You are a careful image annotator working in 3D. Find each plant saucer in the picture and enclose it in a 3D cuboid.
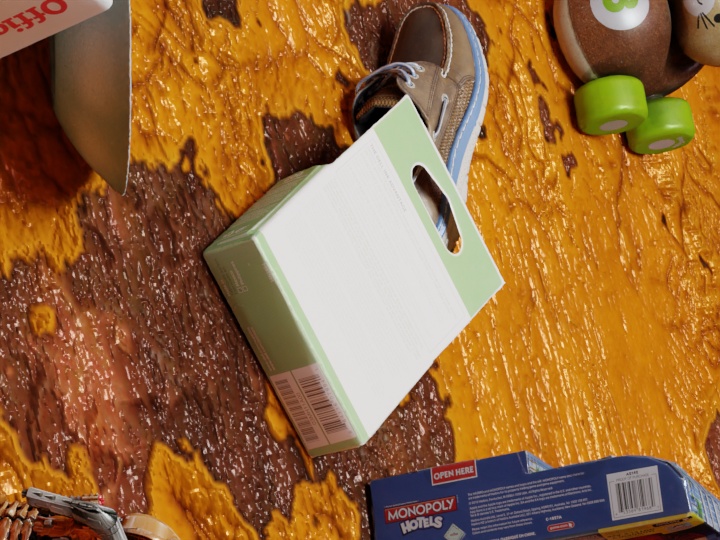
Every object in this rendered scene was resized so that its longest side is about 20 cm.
[{"bbox_3d":[-0.146,-0.140,1.346,0.201,0.038,0.203,178,-90,-81],"label":"plant saucer"}]

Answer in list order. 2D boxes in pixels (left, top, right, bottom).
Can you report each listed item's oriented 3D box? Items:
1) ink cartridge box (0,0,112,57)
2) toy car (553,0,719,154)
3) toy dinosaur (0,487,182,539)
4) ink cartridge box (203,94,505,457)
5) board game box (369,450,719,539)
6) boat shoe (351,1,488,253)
[{"bbox_3d":[-0.228,-0.207,1.224,0.200,0.145,0.146,38,44,-43],"label":"ink cartridge box"},{"bbox_3d":[0.262,-0.203,1.942,0.157,0.199,0.165,14,62,-54],"label":"toy car"},{"bbox_3d":[-0.119,0.160,1.206,0.199,0.136,0.102,32,50,13],"label":"toy dinosaur"},{"bbox_3d":[0.000,0.000,1.554,0.146,0.048,0.200,62,37,-15],"label":"ink cartridge box"},{"bbox_3d":[0.134,0.161,1.600,0.200,0.199,0.062,35,45,-64],"label":"board game box"},{"bbox_3d":[0.035,-0.100,1.654,0.072,0.072,0.201,36,46,-42],"label":"boat shoe"}]
